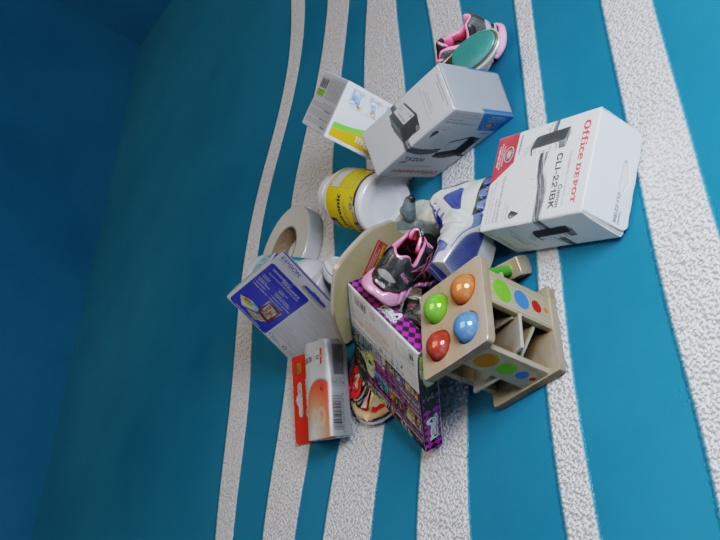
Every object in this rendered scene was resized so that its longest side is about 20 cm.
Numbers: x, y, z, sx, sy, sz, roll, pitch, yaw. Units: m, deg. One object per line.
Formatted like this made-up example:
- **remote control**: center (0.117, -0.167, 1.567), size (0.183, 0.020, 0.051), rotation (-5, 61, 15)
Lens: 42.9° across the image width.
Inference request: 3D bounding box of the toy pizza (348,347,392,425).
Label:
- **toy pizza**: center (0.031, 0.148, 1.490), size (0.200, 0.031, 0.204), rotation (-39, 40, 42)

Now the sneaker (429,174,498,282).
- **sneaker**: center (0.145, -0.061, 1.337), size (0.114, 0.081, 0.201), rotation (2, 49, 46)

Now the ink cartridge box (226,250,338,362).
- **ink cartridge box**: center (-0.114, 0.066, 1.632), size (0.199, 0.198, 0.047), rotation (-34, 14, 42)

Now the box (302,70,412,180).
- **box**: center (0.016, -0.255, 1.615), size (0.103, 0.197, 0.112), rotation (-63, 31, 8)

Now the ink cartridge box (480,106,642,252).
- **ink cartridge box**: center (0.264, -0.115, 1.219), size (0.198, 0.083, 0.148), rotation (-9, 62, 57)

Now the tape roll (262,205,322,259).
- **tape roll**: center (-0.147, -0.035, 1.913), size (0.202, 0.037, 0.207), rotation (-38, 40, 41)

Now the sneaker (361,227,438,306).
- **sneaker**: center (0.078, -0.023, 1.325), size (0.200, 0.078, 0.097), rotation (-37, -25, -57)

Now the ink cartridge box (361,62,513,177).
- **ink cartridge box**: center (0.121, -0.233, 1.463), size (0.199, 0.143, 0.085), rotation (-36, 67, 44)

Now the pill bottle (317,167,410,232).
- **pill bottle**: center (-0.001, -0.127, 1.650), size (0.199, 0.110, 0.114), rotation (19, 87, 62)

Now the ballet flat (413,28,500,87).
- **ballet flat**: center (0.163, -0.318, 1.486), size (0.199, 0.069, 0.071), rotation (-34, 43, 37)

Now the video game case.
- **video game case**: center (0.049, 0.133, 1.327), size (0.200, 0.035, 0.185), rotation (43, 147, 49)

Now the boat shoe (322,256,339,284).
- **boat shoe**: center (0.000, 0.000, 1.584), size (0.198, 0.072, 0.067), rotation (24, 120, 48)

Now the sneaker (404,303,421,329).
- **sneaker**: center (0.126, 0.042, 1.320), size (0.076, 0.113, 0.204), rotation (-16, 54, 53)

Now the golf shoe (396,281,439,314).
- **golf shoe**: center (0.088, 0.045, 1.392), size (0.088, 0.075, 0.205), rotation (78, -166, -69)

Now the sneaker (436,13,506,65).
- **sneaker**: center (0.153, -0.352, 1.543), size (0.200, 0.094, 0.080), rotation (-47, 37, 36)

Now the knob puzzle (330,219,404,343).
- **knob puzzle**: center (0.004, 0.014, 1.408), size (0.030, 0.219, 0.224), rotation (23, 90, 31)

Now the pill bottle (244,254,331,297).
- **pill bottle**: center (-0.124, 0.030, 1.732), size (0.197, 0.110, 0.113), rotation (5, 74, 46)

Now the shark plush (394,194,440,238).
- **shark plush**: center (0.080, -0.051, 1.513), size (0.199, 0.090, 0.084), rotation (-41, 69, 32)

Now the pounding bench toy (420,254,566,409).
- **pounding bench toy**: center (0.162, 0.049, 1.208), size (0.124, 0.154, 0.204), rotation (-38, 40, 41)

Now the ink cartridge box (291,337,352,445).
- **ink cartridge box**: center (-0.086, 0.212, 1.581), size (0.199, 0.049, 0.166), rotation (-23, 67, 53)
